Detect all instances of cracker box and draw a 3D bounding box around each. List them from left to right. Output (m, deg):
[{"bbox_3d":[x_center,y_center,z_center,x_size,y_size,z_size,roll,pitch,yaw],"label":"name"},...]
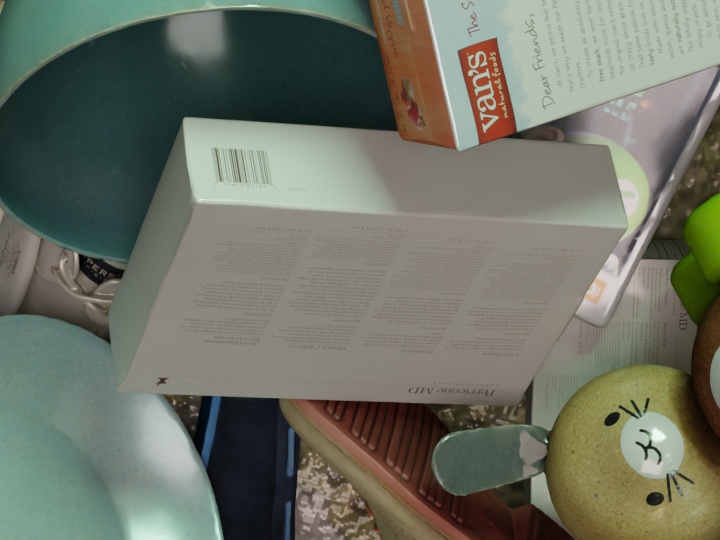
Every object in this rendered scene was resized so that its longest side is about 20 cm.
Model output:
[{"bbox_3d":[0.098,-0.142,1.153,0.200,0.058,0.134,-19,105,-23],"label":"cracker box"}]

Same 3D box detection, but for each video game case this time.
[{"bbox_3d":[0.078,-0.097,1.310,0.181,0.023,0.200,24,102,-7],"label":"video game case"}]

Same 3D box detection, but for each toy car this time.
[{"bbox_3d":[0.139,0.081,1.261,0.200,0.158,0.165,-26,75,-5],"label":"toy car"}]

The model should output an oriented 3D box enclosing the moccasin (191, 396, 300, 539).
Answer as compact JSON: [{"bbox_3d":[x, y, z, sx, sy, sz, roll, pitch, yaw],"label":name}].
[{"bbox_3d":[-0.039,0.050,1.376,0.068,0.081,0.200,11,117,-9],"label":"moccasin"}]

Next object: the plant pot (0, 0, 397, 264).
[{"bbox_3d":[-0.073,-0.110,1.234,0.199,0.200,0.135,-6,59,-4],"label":"plant pot"}]

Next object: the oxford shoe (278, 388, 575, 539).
[{"bbox_3d":[0.026,0.123,1.339,0.200,0.070,0.075,43,121,-11],"label":"oxford shoe"}]

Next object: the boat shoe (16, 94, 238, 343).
[{"bbox_3d":[-0.123,-0.010,1.355,0.072,0.066,0.200,42,100,-11],"label":"boat shoe"}]

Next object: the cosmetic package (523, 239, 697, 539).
[{"bbox_3d":[0.124,0.086,1.392,0.082,0.051,0.201,2,103,1],"label":"cosmetic package"}]

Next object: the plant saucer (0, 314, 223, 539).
[{"bbox_3d":[-0.147,0.121,1.286,0.039,0.201,0.201,-25,105,38],"label":"plant saucer"}]

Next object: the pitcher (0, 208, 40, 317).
[{"bbox_3d":[-0.251,-0.055,1.320,0.199,0.121,0.172,16,91,9],"label":"pitcher"}]

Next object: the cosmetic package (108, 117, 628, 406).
[{"bbox_3d":[0.000,0.000,1.250,0.199,0.052,0.151,3,142,-19],"label":"cosmetic package"}]
